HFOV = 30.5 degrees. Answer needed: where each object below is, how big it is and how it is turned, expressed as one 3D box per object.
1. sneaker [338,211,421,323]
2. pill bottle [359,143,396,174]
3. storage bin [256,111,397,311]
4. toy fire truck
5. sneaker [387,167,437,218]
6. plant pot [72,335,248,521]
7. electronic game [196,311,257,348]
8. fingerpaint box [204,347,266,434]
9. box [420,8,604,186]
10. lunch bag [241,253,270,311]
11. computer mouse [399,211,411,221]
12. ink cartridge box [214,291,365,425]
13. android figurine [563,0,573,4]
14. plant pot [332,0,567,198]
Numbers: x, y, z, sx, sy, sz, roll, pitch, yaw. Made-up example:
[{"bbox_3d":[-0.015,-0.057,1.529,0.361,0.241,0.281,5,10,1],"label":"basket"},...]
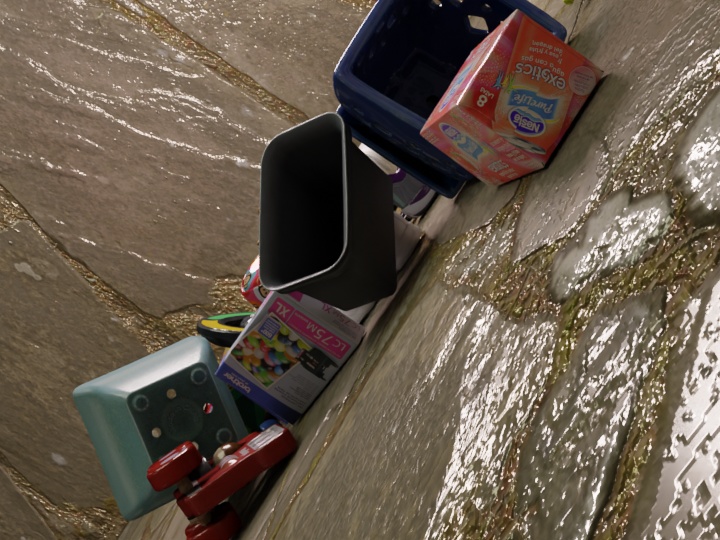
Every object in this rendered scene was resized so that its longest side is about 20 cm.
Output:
[{"bbox_3d":[-0.011,0.003,1.635,0.201,0.088,0.075,-55,6,22],"label":"sneaker"},{"bbox_3d":[-0.006,-0.112,2.192,0.201,0.112,0.113,-58,5,-21],"label":"pill bottle"},{"bbox_3d":[-0.035,-0.051,1.518,0.144,0.134,0.203,-20,57,31],"label":"storage bin"},{"bbox_3d":[-0.154,0.237,1.556,0.167,0.113,0.200,-32,2,-10],"label":"toy fire truck"},{"bbox_3d":[0.094,-0.172,1.738,0.201,0.087,0.074,-57,5,-8],"label":"sneaker"},{"bbox_3d":[-0.249,0.201,1.736,0.194,0.199,0.200,-23,-2,-18],"label":"plant pot"},{"bbox_3d":[-0.128,0.077,1.827,0.200,0.197,0.042,-110,20,-84],"label":"electronic game"},{"bbox_3d":[-0.183,0.186,1.963,0.200,0.072,0.169,179,112,-79],"label":"fingerpaint box"},{"bbox_3d":[0.131,-0.149,1.197,0.103,0.094,0.200,-57,5,-4],"label":"box"},{"bbox_3d":[-0.056,-0.026,1.773,0.175,0.082,0.201,-25,21,38],"label":"lunch bag"},{"bbox_3d":[0.000,0.000,1.832,0.199,0.046,0.141,-34,16,47],"label":"computer mouse"},{"bbox_3d":[-0.093,0.107,1.588,0.200,0.119,0.042,-51,8,38],"label":"ink cartridge box"},{"bbox_3d":[0.291,-0.394,1.523,0.201,0.041,0.182,-58,5,-19],"label":"android figurine"},{"bbox_3d":[0.089,-0.212,1.496,0.201,0.198,0.180,-58,-2,-18],"label":"plant pot"}]
